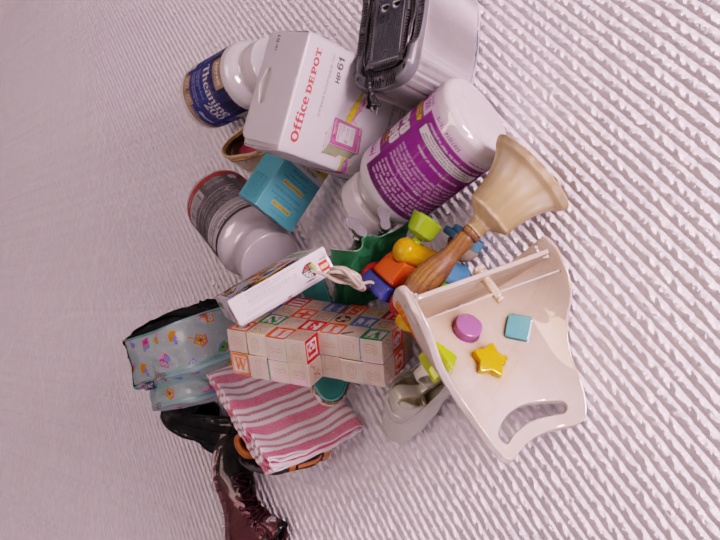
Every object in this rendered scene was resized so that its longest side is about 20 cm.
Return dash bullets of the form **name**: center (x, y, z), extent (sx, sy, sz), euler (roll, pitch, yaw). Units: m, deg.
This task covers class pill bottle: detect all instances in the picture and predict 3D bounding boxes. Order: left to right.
- **pill bottle**: center (-0.206, -0.313, 1.204), extent (0.198, 0.110, 0.114), euler (-8, 75, 46)
- **pill bottle**: center (-0.183, -0.064, 1.122), extent (0.200, 0.115, 0.117), euler (44, 113, 42)
- **pill bottle**: center (0.069, -0.126, 0.866), extent (0.199, 0.111, 0.114), euler (-36, 57, 36)

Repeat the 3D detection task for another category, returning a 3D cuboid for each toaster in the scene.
- **toaster**: center (0.072, -0.275, 0.883), extent (0.112, 0.128, 0.205), euler (-2, 79, 47)

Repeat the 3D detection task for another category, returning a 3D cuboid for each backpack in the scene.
- **backpack**: center (-0.245, 0.124, 1.107), extent (0.199, 0.174, 0.156), euler (-29, 77, 40)

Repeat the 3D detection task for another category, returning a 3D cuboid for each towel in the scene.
- **towel**: center (-0.103, 0.172, 0.967), extent (0.200, 0.144, 0.030), euler (44, 142, 43)

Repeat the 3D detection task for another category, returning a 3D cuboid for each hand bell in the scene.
- **hand bell**: center (0.110, -0.033, 0.759), extent (0.200, 0.104, 0.104), euler (-45, 49, 3)

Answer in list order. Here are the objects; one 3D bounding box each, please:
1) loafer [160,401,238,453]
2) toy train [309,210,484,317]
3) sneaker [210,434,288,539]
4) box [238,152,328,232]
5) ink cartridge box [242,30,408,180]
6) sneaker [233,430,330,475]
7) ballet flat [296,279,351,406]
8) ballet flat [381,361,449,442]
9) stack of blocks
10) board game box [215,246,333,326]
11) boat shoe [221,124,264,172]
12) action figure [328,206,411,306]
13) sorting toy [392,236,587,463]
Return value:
- **loafer**: center (-0.252, 0.243, 1.168), extent (0.198, 0.068, 0.072), euler (10, 80, 43)
- **toy train**: center (0.048, -0.016, 0.803), extent (0.117, 0.198, 0.085), euler (-61, 38, 9)
- **sneaker**: center (-0.149, 0.336, 1.038), extent (0.114, 0.075, 0.205), euler (-14, 81, 39)
- **box**: center (-0.079, -0.162, 1.015), extent (0.049, 0.082, 0.202), euler (29, 85, 44)
- **ink cartridge box**: center (-0.037, -0.202, 0.932), extent (0.084, 0.198, 0.148), euler (20, 96, 47)
- **sneaker**: center (-0.133, 0.202, 1.000), extent (0.199, 0.110, 0.079), euler (37, 129, 45)
- **ballet flat**: center (-0.054, 0.097, 0.995), extent (0.064, 0.074, 0.204), euler (111, 152, -57)
- **ballet flat**: center (0.073, 0.130, 0.839), extent (0.200, 0.069, 0.070), euler (-47, 51, 30)
- **stack of blocks**: center (-0.047, 0.087, 0.875), extent (0.196, 0.115, 0.060), euler (6, 112, 27)
- **board game box**: center (-0.112, 0.018, 0.898), extent (0.035, 0.125, 0.200), euler (62, 166, -7)
- **boat shoe**: center (-0.151, -0.216, 1.154), extent (0.198, 0.068, 0.075), euler (-27, 62, 41)
- **action figure**: center (0.000, 0.000, 0.904), extent (0.201, 0.116, 0.055), euler (105, 144, -57)
- **sorting toy**: center (0.138, 0.087, 0.718), extent (0.182, 0.197, 0.107), euler (62, 149, 19)
